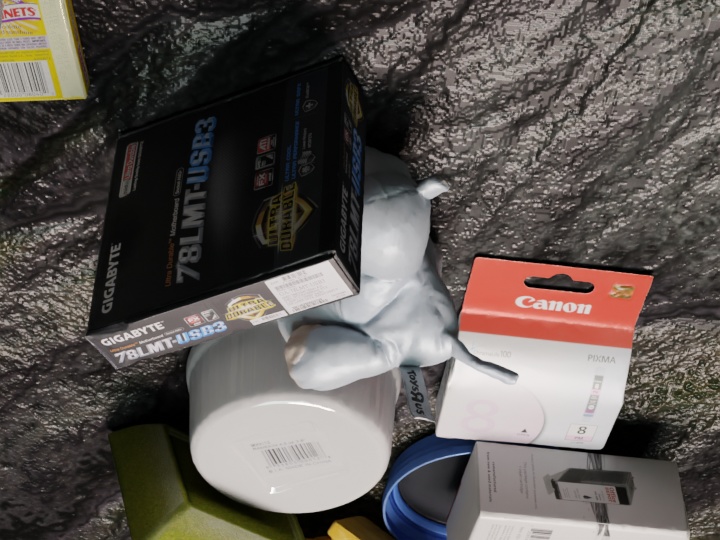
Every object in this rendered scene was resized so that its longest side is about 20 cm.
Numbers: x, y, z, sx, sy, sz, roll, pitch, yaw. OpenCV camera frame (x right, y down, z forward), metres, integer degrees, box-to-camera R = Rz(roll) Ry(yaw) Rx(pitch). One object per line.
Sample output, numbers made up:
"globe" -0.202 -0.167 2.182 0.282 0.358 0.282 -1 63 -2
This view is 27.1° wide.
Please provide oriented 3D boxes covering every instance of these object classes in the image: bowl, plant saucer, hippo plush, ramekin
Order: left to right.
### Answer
"plant saucer" -0.128 0.221 1.394 0.198 0.200 0.048 28 105 -27
"ramekin" -0.061 0.130 1.339 0.197 0.099 0.202 1 138 1
"hippo plush" 0.000 0.000 1.140 0.158 0.201 0.162 -23 129 -6
"bowl" 0.120 0.222 1.479 0.197 0.040 0.202 1 138 1

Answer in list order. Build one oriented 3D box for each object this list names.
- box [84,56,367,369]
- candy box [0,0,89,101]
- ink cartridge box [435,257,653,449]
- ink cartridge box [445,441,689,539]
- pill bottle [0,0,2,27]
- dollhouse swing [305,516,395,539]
"box" -0.093 -0.044 1.072 0.196 0.202 0.050 -15 136 19
"candy box" -0.301 -0.165 1.072 0.197 0.027 0.103 -1 134 2
"ink cartridge box" 0.158 0.079 1.317 0.160 0.058 0.201 6 142 -5
"ink cartridge box" 0.190 0.242 1.408 0.197 0.084 0.148 7 139 -7
"pill bottle" -0.341 -0.178 0.976 0.197 0.112 0.112 -7 138 4
"dollhouse swing" -0.013 0.354 1.560 0.181 0.176 0.201 37 102 -2
